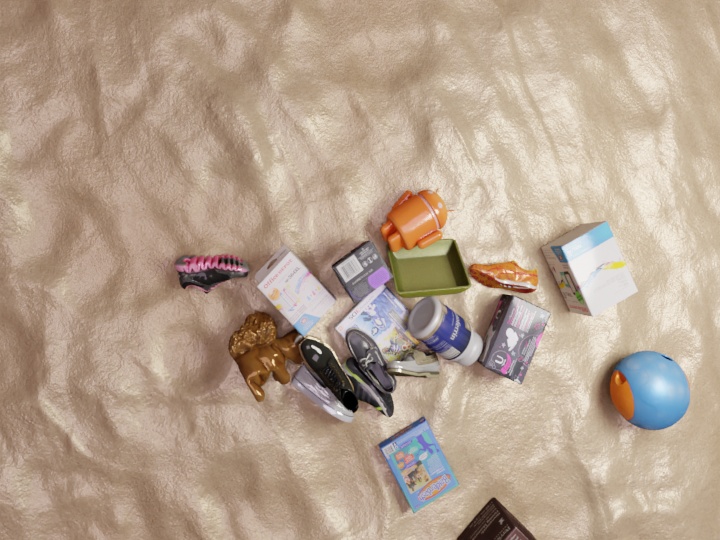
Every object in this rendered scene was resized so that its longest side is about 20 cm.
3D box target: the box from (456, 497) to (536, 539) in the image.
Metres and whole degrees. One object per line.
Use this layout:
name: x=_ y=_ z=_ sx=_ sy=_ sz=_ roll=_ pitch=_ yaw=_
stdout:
box: x=0.382 y=0.748 z=1.606 sx=0.164 sy=0.200 sz=0.166 roll=44 pitch=88 yaw=-4

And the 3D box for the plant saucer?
plant saucer: x=0.175 y=0.002 z=1.599 sx=0.193 sy=0.203 sz=0.049 roll=-5 pitch=130 yaw=-3

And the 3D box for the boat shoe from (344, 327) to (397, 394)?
boat shoe: x=0.030 y=0.237 z=1.591 sx=0.072 sy=0.063 sz=0.202 roll=-36 pitch=94 yaw=1

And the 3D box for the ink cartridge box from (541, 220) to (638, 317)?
ink cartridge box: x=0.609 y=-0.004 z=1.628 sx=0.143 sy=0.147 sz=0.204 roll=-27 pitch=93 yaw=-3

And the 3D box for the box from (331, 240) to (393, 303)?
box: x=0.000 y=0.000 z=1.556 sx=0.121 sy=0.200 sz=0.108 roll=-34 pitch=93 yaw=-3

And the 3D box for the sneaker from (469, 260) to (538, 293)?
sneaker: x=0.388 y=0.008 z=1.662 sx=0.194 sy=0.073 sz=0.079 roll=13 pitch=69 yaw=-8

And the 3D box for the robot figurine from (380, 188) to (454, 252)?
robot figurine: x=0.146 y=-0.135 z=1.606 sx=0.197 sy=0.144 sz=0.118 roll=-33 pitch=114 yaw=-3

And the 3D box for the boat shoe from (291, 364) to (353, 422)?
boat shoe: x=-0.091 y=0.327 z=1.623 sx=0.198 sy=0.074 sz=0.066 roll=36 pitch=93 yaw=-5

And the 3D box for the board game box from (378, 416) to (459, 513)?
board game box: x=0.159 y=0.529 z=1.660 sx=0.149 sy=0.045 sz=0.204 roll=-28 pitch=93 yaw=-3

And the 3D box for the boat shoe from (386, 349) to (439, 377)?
boat shoe: x=0.137 y=0.245 z=1.603 sx=0.073 sy=0.197 sz=0.071 roll=-7 pitch=76 yaw=40

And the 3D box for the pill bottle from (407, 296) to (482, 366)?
pill bottle: x=0.225 y=0.164 z=1.595 sx=0.198 sy=0.115 sz=0.117 roll=35 pitch=89 yaw=-29

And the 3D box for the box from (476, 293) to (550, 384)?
box: x=0.402 y=0.178 z=1.626 sx=0.112 sy=0.132 sz=0.205 roll=24 pitch=90 yaw=-1

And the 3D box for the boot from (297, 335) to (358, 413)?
boot: x=-0.073 y=0.257 z=1.523 sx=0.077 sy=0.138 sz=0.201 roll=-43 pitch=103 yaw=-4

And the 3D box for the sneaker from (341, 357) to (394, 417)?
sneaker: x=0.010 y=0.322 z=1.645 sx=0.082 sy=0.072 sz=0.201 roll=-39 pitch=93 yaw=22

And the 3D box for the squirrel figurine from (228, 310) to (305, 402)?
squirrel figurine: x=-0.236 y=0.201 z=1.581 sx=0.184 sy=0.141 sz=0.203 roll=-32 pitch=96 yaw=-9

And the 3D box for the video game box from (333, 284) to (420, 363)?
video game box: x=0.056 y=0.161 z=1.643 sx=0.182 sy=0.047 sz=0.200 roll=-44 pitch=94 yaw=0

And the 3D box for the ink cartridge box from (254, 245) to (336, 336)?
ink cartridge box: x=-0.173 y=0.048 z=1.583 sx=0.129 sy=0.125 sz=0.200 roll=-45 pitch=95 yaw=-2

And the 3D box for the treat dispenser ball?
treat dispenser ball: x=0.770 y=0.318 z=1.622 sx=0.194 sy=0.201 sz=0.208 roll=0 pitch=92 yaw=-4

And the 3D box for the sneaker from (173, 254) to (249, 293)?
sneaker: x=-0.388 y=0.013 z=1.603 sx=0.193 sy=0.079 sz=0.098 roll=1 pitch=113 yaw=-4
